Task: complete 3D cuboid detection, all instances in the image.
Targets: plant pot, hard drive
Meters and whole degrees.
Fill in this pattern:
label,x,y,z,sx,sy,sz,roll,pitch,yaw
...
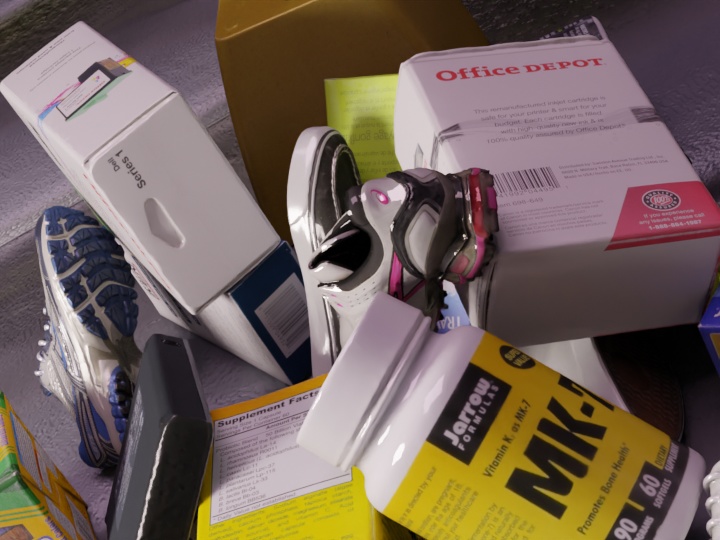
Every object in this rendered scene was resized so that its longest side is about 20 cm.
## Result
label,x,y,z,sx,sy,sz,roll,pitch,yaw
plant pot,-0.016,-0.172,1.435,0.199,0.177,0.200,-21,33,14
hard drive,-0.129,0.130,1.118,0.033,0.140,0.200,12,9,-12

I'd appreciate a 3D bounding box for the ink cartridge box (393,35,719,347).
label,x,y,z,sx,sy,sz,roll,pitch,yaw
ink cartridge box,0.115,-0.052,1.090,0.145,0.085,0.200,-7,43,-13

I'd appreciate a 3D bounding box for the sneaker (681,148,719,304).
label,x,y,z,sx,sy,sz,roll,pitch,yaw
sneaker,0.194,-0.024,1.183,0.084,0.074,0.200,-47,30,24

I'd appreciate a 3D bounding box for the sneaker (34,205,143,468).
label,x,y,z,sx,sy,sz,roll,pitch,yaw
sneaker,-0.205,0.053,1.293,0.085,0.201,0.077,-25,-11,33

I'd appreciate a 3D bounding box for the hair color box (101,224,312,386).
label,x,y,z,sx,sy,sz,roll,pitch,yaw
hair color box,-0.105,0.007,1.332,0.061,0.100,0.200,-44,35,-18

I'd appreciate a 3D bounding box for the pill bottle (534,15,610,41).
label,x,y,z,sx,sy,sz,roll,pitch,yaw
pill bottle,0.103,-0.098,1.305,0.199,0.106,0.106,-25,33,9

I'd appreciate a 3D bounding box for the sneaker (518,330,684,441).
label,x,y,z,sx,sy,sz,roll,pitch,yaw
sneaker,0.137,0.063,1.115,0.085,0.073,0.200,-53,32,23

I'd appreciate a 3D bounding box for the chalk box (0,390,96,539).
label,x,y,z,sx,sy,sz,roll,pitch,yaw
chalk box,-0.287,0.199,1.189,0.200,0.124,0.124,-32,29,-3

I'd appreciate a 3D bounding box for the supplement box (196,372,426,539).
label,x,y,z,sx,sy,sz,roll,pitch,yaw
supplement box,-0.024,0.168,1.032,0.108,0.110,0.200,-18,36,12

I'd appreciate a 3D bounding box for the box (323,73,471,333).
label,x,y,z,sx,sy,sz,roll,pitch,yaw
box,0.037,-0.037,1.237,0.122,0.201,0.048,0,5,39

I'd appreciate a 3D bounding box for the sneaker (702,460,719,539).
label,x,y,z,sx,sy,sz,roll,pitch,yaw
sneaker,0.206,0.132,0.911,0.071,0.073,0.200,25,71,24

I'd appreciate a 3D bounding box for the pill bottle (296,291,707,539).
label,x,y,z,sx,sy,sz,roll,pitch,yaw
pill bottle,0.073,0.101,0.957,0.115,0.200,0.114,-61,-2,-4

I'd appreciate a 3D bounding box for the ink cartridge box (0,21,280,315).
label,x,y,z,sx,sy,sz,roll,pitch,yaw
ink cartridge box,-0.158,-0.076,1.257,0.084,0.145,0.200,-39,33,-8

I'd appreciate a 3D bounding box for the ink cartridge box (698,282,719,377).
label,x,y,z,sx,sy,sz,roll,pitch,yaw
ink cartridge box,0.288,0.013,1.038,0.136,0.076,0.200,0,44,38

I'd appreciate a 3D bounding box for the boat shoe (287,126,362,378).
label,x,y,z,sx,sy,sz,roll,pitch,yaw
boat shoe,0.000,0.000,1.201,0.063,0.201,0.071,-7,3,31

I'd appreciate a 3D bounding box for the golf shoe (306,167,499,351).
label,x,y,z,sx,sy,sz,roll,pitch,yaw
golf shoe,0.010,-0.002,1.026,0.092,0.200,0.073,3,61,-14

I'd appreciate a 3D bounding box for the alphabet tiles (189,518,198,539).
label,x,y,z,sx,sy,sz,roll,pitch,yaw
alphabet tiles,-0.104,0.221,1.129,0.200,0.006,0.166,-36,32,-8
